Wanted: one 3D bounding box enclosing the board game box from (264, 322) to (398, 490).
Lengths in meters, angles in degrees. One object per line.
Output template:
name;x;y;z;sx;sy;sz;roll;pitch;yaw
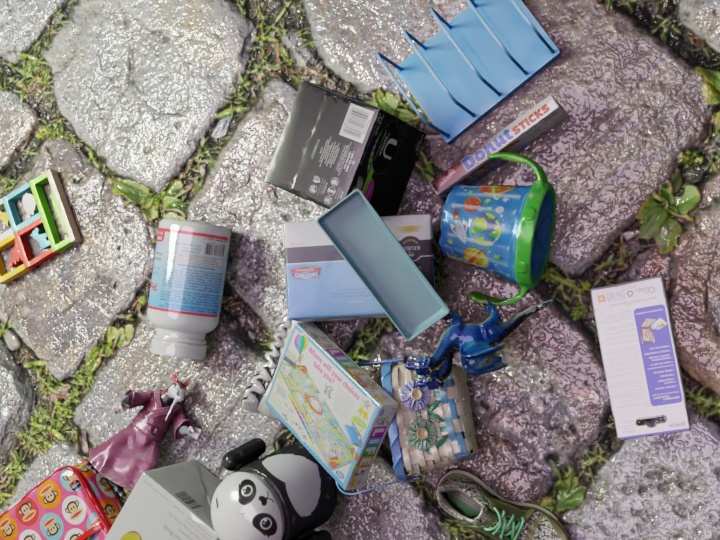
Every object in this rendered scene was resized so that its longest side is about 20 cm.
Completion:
board game box;-0.043;0.179;1.448;0.200;0.034;0.135;41;118;40

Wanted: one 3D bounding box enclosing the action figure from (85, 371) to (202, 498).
action figure;-0.317;0.246;1.641;0.134;0.149;0.200;36;80;0

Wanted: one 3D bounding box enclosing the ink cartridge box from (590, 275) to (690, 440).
ink cartridge box;0.363;0.113;1.395;0.094;0.037;0.201;-11;80;20

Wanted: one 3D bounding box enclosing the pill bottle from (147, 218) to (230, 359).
pill bottle;-0.260;0.028;1.610;0.108;0.109;0.201;8;89;22

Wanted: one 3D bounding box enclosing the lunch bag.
lunch bag;-0.460;0.415;1.686;0.200;0.082;0.177;-38;78;17

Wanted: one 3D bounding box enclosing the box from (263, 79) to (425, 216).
box;-0.016;-0.156;1.474;0.124;0.200;0.149;24;96;20

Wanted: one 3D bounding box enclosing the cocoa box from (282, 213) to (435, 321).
cocoa box;0.000;0.000;1.466;0.199;0.133;0.132;-3;86;1

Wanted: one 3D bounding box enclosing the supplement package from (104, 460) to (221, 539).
supplement package;-0.271;0.409;1.568;0.151;0.151;0.201;34;99;19

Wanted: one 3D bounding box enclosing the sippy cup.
sippy cup;0.177;-0.055;1.415;0.130;0.140;0.179;10;67;20

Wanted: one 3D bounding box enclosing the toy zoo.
toy zoo;-0.564;-0.065;1.785;0.199;0.020;0.132;-27;77;18

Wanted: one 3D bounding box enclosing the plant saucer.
plant saucer;0.030;-0.007;1.375;0.070;0.019;0.200;-36;100;8

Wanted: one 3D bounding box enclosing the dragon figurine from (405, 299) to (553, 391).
dragon figurine;0.155;0.097;1.385;0.199;0.059;0.100;-9;54;5

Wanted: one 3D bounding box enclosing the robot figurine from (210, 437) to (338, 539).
robot figurine;-0.112;0.313;1.480;0.150;0.200;0.126;14;111;38

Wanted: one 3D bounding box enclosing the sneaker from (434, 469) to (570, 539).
sneaker;0.179;0.333;1.425;0.199;0.089;0.077;22;95;21

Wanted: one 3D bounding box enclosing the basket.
basket;0.050;0.200;1.458;0.199;0.139;0.177;-15;78;17

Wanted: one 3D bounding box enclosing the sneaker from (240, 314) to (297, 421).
sneaker;-0.098;0.126;1.567;0.081;0.075;0.201;27;97;4

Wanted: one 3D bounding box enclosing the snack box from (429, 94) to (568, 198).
snack box;0.188;-0.164;1.462;0.200;0.072;0.024;-35;77;16

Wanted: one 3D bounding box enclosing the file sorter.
file sorter;0.143;-0.296;1.463;0.200;0.123;0.139;-38;75;15
